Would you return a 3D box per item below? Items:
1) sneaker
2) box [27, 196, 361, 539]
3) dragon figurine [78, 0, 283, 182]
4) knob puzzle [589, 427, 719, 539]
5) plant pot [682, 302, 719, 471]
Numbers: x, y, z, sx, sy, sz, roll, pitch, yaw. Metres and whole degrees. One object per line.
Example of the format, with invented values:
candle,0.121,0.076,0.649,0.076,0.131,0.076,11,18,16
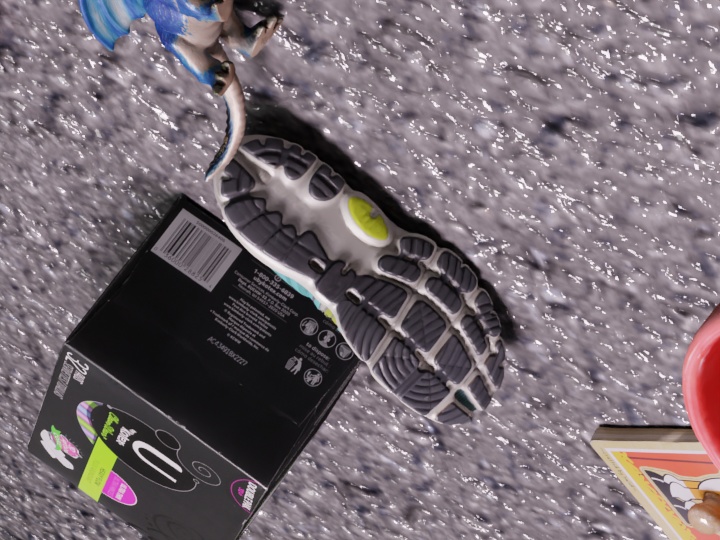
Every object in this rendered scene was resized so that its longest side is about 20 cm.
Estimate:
sneaker,0.000,0.000,1.241,0.200,0.078,0.080,46,172,-9
box,-0.101,0.076,1.409,0.149,0.124,0.200,35,153,2
dragon figurine,-0.095,-0.134,1.121,0.099,0.059,0.200,27,152,18
knob puzzle,0.236,0.155,1.237,0.220,0.030,0.220,28,153,16
plant pot,0.241,0.012,0.822,0.200,0.177,0.200,28,154,15
